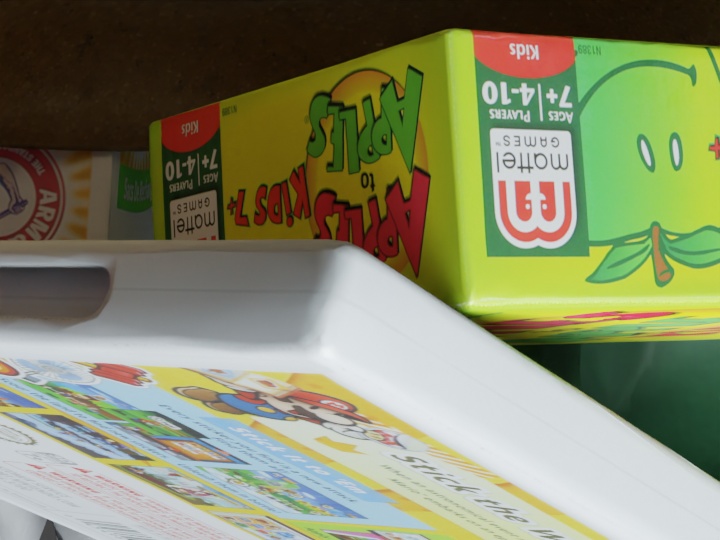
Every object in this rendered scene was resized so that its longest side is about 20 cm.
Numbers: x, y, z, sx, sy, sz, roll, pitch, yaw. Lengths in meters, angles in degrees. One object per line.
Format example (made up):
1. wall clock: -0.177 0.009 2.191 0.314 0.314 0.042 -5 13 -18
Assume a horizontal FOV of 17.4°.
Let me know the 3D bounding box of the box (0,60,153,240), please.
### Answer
1. box: -0.106 -0.028 0.613 0.112 0.102 0.200 4 178 1

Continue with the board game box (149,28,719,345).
1. board game box: 0.069 -0.012 0.473 0.199 0.048 0.101 -1 175 -35

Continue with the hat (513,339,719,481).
1. hat: 0.037 0.013 0.660 0.199 0.167 0.176 17 172 -42

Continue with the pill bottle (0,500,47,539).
1. pill bottle: -0.214 0.043 0.856 0.199 0.120 0.120 12 179 7

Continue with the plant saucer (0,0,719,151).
1. plant saucer: -0.007 -0.053 0.428 0.199 0.036 0.200 -3 176 0

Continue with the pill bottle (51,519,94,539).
1. pill bottle: -0.050 0.107 0.858 0.113 0.201 0.114 -8 -152 4

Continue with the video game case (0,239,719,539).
1. video game case: -0.018 0.038 0.473 0.181 0.023 0.200 1 159 38
